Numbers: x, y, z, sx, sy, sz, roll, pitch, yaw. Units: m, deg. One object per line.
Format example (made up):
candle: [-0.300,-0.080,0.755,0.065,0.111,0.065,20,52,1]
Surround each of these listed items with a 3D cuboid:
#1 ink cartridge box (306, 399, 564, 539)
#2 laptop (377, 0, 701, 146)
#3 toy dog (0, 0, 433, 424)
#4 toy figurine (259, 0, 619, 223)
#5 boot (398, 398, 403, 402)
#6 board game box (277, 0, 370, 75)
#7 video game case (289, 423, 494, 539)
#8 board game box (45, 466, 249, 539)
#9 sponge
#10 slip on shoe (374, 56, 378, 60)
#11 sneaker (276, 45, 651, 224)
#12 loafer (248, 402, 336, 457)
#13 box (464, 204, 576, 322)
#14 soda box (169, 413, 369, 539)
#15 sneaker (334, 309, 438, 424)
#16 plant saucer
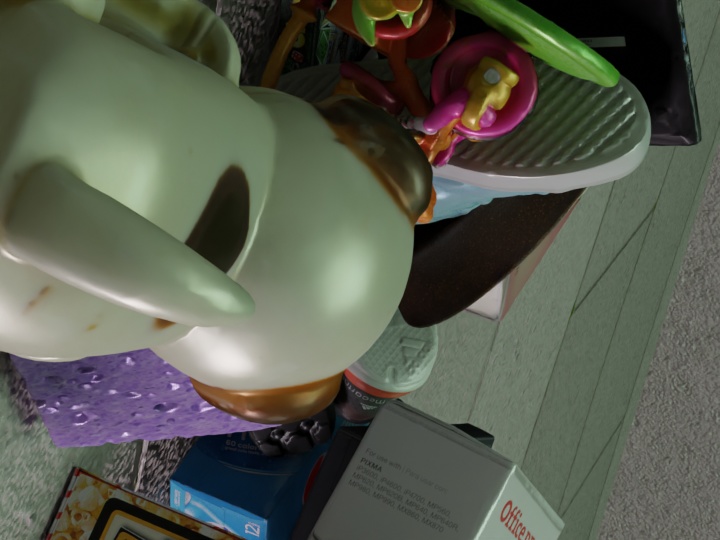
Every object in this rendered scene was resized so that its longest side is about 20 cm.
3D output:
ink cartridge box: [0.017,0.185,0.963,0.200,0.085,0.146,-62,156,-11]
laptop: [0.094,-0.168,0.882,0.103,0.177,0.200,-28,113,-44]
toy dog: [-0.064,-0.028,0.564,0.200,0.194,0.140,20,86,-51]
toy figurine: [-0.020,-0.059,0.798,0.184,0.200,0.150,-58,170,5]
boot: [-0.021,0.149,1.149,0.188,0.068,0.200,-48,175,-10]
board game box: [-0.009,-0.179,0.941,0.105,0.023,0.200,-51,156,-46]
video game case: [-0.002,0.182,1.052,0.181,0.025,0.200,9,105,-64]
board game box: [-0.073,0.200,0.870,0.046,0.200,0.152,59,54,-71]
sponge: [-0.090,0.015,0.748,0.200,0.112,0.030,82,3,-59]
slip on shoe: [0.009,-0.077,1.027,0.074,0.061,0.200,-40,-176,33]
sneaker: [0.046,-0.059,0.870,0.082,0.200,0.074,47,54,-55]
loafer: [-0.054,0.017,0.979,0.201,0.068,0.070,80,-6,-46]
box: [0.089,-0.082,1.235,0.200,0.109,0.128,-52,157,-46]
soda box: [-0.038,0.087,1.099,0.068,0.064,0.200,95,21,-45]
sneaker: [0.000,0.000,1.077,0.082,0.077,0.200,122,-21,-49]
plant saucer: [0.075,-0.059,0.965,0.200,0.034,0.200,-47,-165,17]
